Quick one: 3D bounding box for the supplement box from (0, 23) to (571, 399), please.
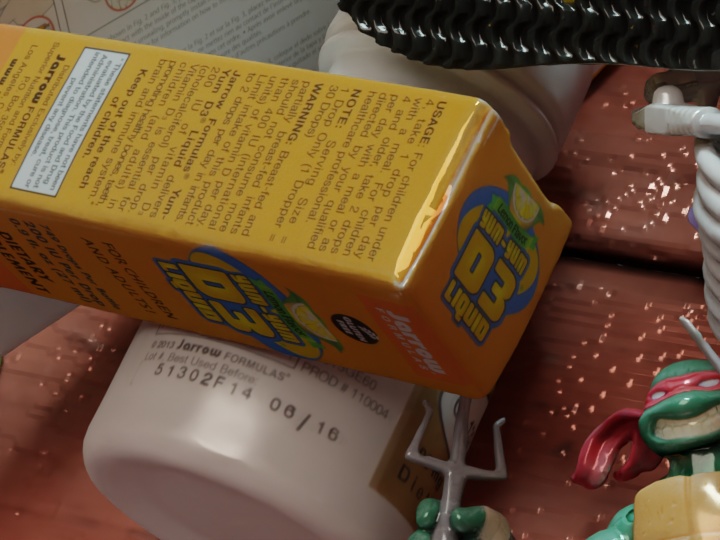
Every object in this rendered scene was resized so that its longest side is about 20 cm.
[{"bbox_3d":[-0.041,-0.021,0.825,0.199,0.067,0.069,9,63,35],"label":"supplement box"}]

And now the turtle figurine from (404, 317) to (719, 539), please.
[{"bbox_3d":[0.100,0.094,0.806,0.149,0.100,0.201,-22,66,34],"label":"turtle figurine"}]

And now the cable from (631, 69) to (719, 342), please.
[{"bbox_3d":[0.194,-0.013,0.787,0.199,0.070,0.200,-6,19,-17],"label":"cable"}]

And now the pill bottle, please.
[{"bbox_3d":[0.000,0.000,0.908,0.114,0.114,0.201,12,65,32],"label":"pill bottle"}]

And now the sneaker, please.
[{"bbox_3d":[0.079,-0.096,0.854,0.199,0.090,0.070,11,103,41],"label":"sneaker"}]

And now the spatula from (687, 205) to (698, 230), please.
[{"bbox_3d":[0.175,0.030,0.860,0.056,0.021,0.200,-23,52,-15],"label":"spatula"}]

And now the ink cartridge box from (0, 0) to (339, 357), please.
[{"bbox_3d":[-0.093,-0.081,0.930,0.200,0.174,0.043,-34,42,-29],"label":"ink cartridge box"}]

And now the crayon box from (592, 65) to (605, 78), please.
[{"bbox_3d":[0.064,-0.170,0.934,0.119,0.200,0.058,-45,49,-8],"label":"crayon box"}]
